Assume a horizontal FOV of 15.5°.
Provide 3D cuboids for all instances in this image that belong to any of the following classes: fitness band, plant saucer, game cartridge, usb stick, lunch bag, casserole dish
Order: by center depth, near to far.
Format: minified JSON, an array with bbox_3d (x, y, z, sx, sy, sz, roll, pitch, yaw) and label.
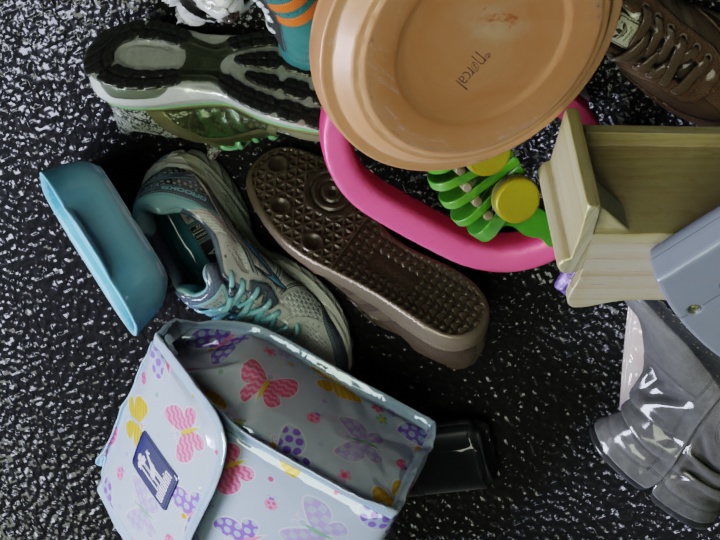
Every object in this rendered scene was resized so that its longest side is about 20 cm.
[{"bbox_3d":[0.066,-0.142,1.546,0.199,0.032,0.201,-15,131,-18],"label":"plant saucer"},{"bbox_3d":[0.272,0.012,1.620,0.133,0.042,0.200,-29,137,30],"label":"game cartridge"},{"bbox_3d":[0.070,-0.079,1.711,0.199,0.037,0.144,28,110,-17],"label":"fitness band"},{"bbox_3d":[-0.169,-0.018,1.776,0.039,0.200,0.122,-32,89,-8],"label":"casserole dish"},{"bbox_3d":[-0.076,0.141,1.783,0.199,0.127,0.170,31,130,2],"label":"lunch bag"},{"bbox_3d":[0.000,0.137,1.853,0.199,0.033,0.056,-8,116,20],"label":"usb stick"}]

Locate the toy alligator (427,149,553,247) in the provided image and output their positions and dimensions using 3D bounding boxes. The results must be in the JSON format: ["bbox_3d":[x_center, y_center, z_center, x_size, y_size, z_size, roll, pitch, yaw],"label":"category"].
[{"bbox_3d":[0.057,-0.081,1.651,0.054,0.059,0.200,-36,117,-2],"label":"toy alligator"}]

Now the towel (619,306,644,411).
[{"bbox_3d":[0.272,0.060,1.735,0.199,0.032,0.192,10,115,14],"label":"towel"}]

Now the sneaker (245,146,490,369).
[{"bbox_3d":[0.000,0.000,1.776,0.200,0.070,0.076,40,157,18],"label":"sneaker"}]

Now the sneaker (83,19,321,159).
[{"bbox_3d":[-0.084,-0.111,1.773,0.199,0.077,0.089,12,146,11],"label":"sneaker"}]

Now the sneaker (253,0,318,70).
[{"bbox_3d":[-0.047,-0.195,1.655,0.079,0.072,0.200,1,149,-5],"label":"sneaker"}]

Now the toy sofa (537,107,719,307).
[{"bbox_3d":[0.213,-0.039,1.639,0.198,0.083,0.098,0,142,-11],"label":"toy sofa"}]

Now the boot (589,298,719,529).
[{"bbox_3d":[0.190,0.072,1.716,0.200,0.070,0.132,48,124,0],"label":"boot"}]

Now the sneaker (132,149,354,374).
[{"bbox_3d":[-0.088,0.015,1.801,0.078,0.086,0.200,-39,96,27],"label":"sneaker"}]

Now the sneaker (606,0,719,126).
[{"bbox_3d":[0.169,-0.148,1.650,0.200,0.076,0.071,38,118,1],"label":"sneaker"}]

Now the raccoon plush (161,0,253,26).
[{"bbox_3d":[-0.109,-0.255,1.718,0.096,0.134,0.201,-9,69,14],"label":"raccoon plush"}]
